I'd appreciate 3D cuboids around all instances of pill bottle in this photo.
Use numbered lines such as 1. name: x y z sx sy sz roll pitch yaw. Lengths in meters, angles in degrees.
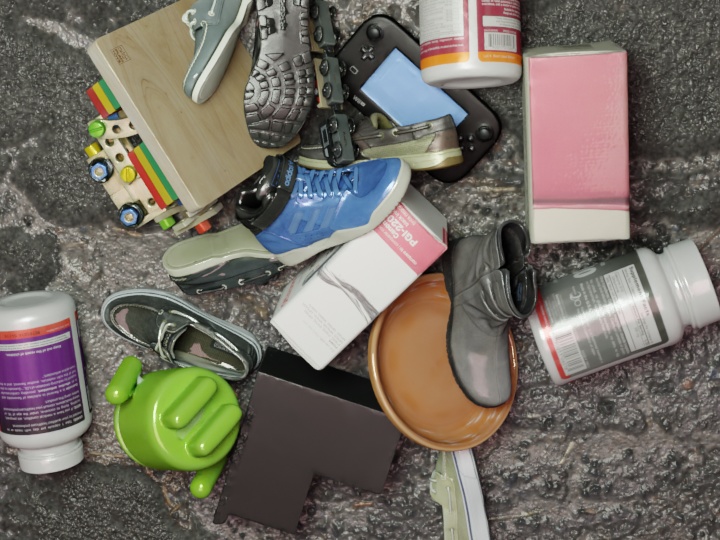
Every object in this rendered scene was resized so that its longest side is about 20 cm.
1. pill bottle: 0.115 -0.300 1.413 0.108 0.110 0.202 -1 90 5
2. pill bottle: -0.379 0.131 1.569 0.111 0.113 0.202 -4 103 6
3. pill bottle: 0.291 0.043 1.488 0.198 0.114 0.115 -21 101 9

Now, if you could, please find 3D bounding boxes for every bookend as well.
1. bookend: -0.049 0.221 1.572 0.198 0.092 0.200 17 106 -1

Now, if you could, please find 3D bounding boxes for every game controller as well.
1. game controller: 0.061 -0.191 1.490 0.200 0.042 0.104 41 103 -5

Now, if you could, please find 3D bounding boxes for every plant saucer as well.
1. plant saucer: 0.090 0.105 1.511 0.199 0.037 0.202 8 75 -30

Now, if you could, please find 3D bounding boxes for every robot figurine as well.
1. robot figurine: -0.213 0.171 1.534 0.176 0.199 0.116 48 64 -17

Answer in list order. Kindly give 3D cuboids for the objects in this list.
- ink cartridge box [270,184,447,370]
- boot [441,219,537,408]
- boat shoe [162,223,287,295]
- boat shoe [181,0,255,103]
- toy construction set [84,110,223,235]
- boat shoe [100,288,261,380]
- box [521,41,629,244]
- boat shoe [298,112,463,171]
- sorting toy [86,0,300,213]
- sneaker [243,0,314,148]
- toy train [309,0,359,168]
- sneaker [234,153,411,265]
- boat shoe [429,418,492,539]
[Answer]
1. ink cartridge box: 0.000 0.000 1.487 0.085 0.146 0.200 42 103 -7
2. boot: 0.147 0.052 1.451 0.069 0.131 0.202 -13 90 -25
3. boat shoe: -0.125 -0.011 1.539 0.198 0.075 0.066 -16 130 0
4. boat shoe: -0.160 -0.262 1.431 0.061 0.201 0.073 21 147 -3
5. toy construction set: -0.238 -0.122 1.514 0.130 0.092 0.201 -30 88 11
6. boat shoe: -0.212 0.074 1.562 0.198 0.071 0.073 16 104 1
7. box: 0.231 -0.141 1.442 0.108 0.128 0.202 -3 104 5
8. boat shoe: 0.021 -0.142 1.476 0.198 0.073 0.066 1 97 26
9. sorting toy: -0.190 -0.178 1.449 0.069 0.199 0.201 -26 99 40
10. sneaker: -0.086 -0.235 1.461 0.075 0.088 0.202 6 97 -6
11. toy train: -0.036 -0.207 1.461 0.034 0.046 0.202 1 72 -33
12. sneaker: -0.049 -0.084 1.406 0.199 0.077 0.111 -25 129 36
13. boat shoe: 0.113 0.259 1.577 0.061 0.072 0.202 -11 105 5
